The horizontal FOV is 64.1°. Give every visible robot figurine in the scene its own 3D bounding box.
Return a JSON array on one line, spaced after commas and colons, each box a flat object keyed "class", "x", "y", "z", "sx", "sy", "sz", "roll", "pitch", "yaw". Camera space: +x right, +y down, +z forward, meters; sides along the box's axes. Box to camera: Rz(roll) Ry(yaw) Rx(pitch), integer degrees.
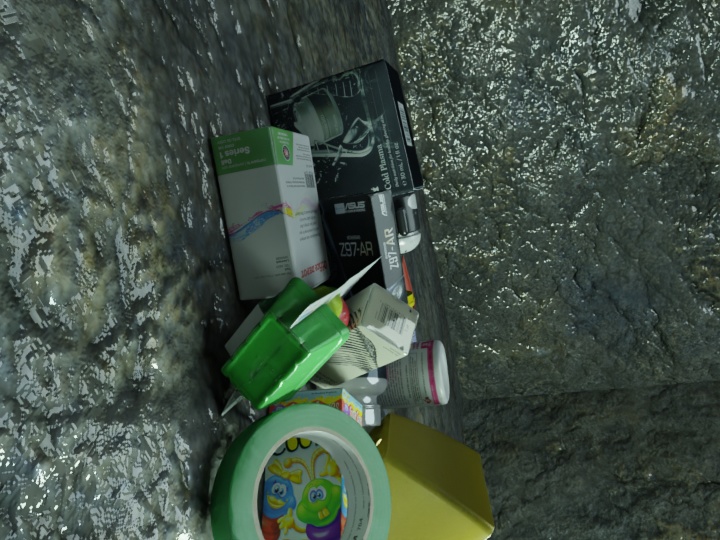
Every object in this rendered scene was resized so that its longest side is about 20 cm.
[{"class": "robot figurine", "x": 0.097, "y": -0.146, "z": 1.582, "sx": 0.150, "sy": 0.124, "sz": 0.202, "roll": -26, "pitch": 109, "yaw": -58}]

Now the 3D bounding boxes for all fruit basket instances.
[{"class": "fruit basket", "x": -0.068, "y": 0.063, "z": 0.667, "sx": 0.094, "sy": 0.185, "sz": 0.200, "roll": 42, "pitch": 29, "yaw": 0}]

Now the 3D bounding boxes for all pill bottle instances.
[{"class": "pill bottle", "x": 0.054, "y": 0.191, "z": 1.035, "sx": 0.113, "sy": 0.198, "sz": 0.114, "roll": -7, "pitch": 90, "yaw": -77}, {"class": "pill bottle", "x": -0.016, "y": 0.153, "z": 0.941, "sx": 0.120, "sy": 0.119, "sz": 0.202, "roll": 45, "pitch": 40, "yaw": -69}]

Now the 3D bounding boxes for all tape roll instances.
[{"class": "tape roll", "x": -0.058, "y": 0.248, "z": 0.617, "sx": 0.199, "sy": 0.048, "sz": 0.202, "roll": 18, "pitch": 59, "yaw": -32}]

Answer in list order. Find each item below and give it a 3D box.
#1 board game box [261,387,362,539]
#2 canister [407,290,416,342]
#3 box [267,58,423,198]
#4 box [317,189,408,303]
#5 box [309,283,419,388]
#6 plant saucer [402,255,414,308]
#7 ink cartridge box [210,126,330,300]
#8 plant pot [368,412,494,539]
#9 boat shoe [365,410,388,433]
[{"class": "board game box", "x": -0.057, "y": 0.265, "z": 0.738, "sx": 0.105, "sy": 0.102, "sz": 0.202, "roll": 58, "pitch": 28, "yaw": -60}, {"class": "canister", "x": 0.068, "y": 0.160, "z": 1.292, "sx": 0.148, "sy": 0.086, "sz": 0.202, "roll": -22, "pitch": 108, "yaw": -50}, {"class": "box", "x": -0.019, "y": -0.205, "z": 0.928, "sx": 0.124, "sy": 0.195, "sz": 0.202, "roll": -35, "pitch": 112, "yaw": -73}, {"class": "box", "x": -0.029, "y": -0.026, "z": 0.830, "sx": 0.043, "sy": 0.199, "sz": 0.162, "roll": -19, "pitch": 104, "yaw": -43}, {"class": "box", "x": -0.016, "y": 0.095, "z": 0.779, "sx": 0.082, "sy": 0.200, "sz": 0.069, "roll": 33, "pitch": 52, "yaw": -17}, {"class": "plant saucer", "x": 0.132, "y": 0.092, "z": 1.775, "sx": 0.200, "sy": 0.036, "sz": 0.201, "roll": -82, "pitch": 160, "yaw": -49}, {"class": "ink cartridge box", "x": -0.109, "y": -0.073, "z": 0.745, "sx": 0.145, "sy": 0.083, "sz": 0.202, "roll": -33, "pitch": 115, "yaw": -75}, {"class": "plant pot", "x": 0.066, "y": 0.349, "z": 0.900, "sx": 0.176, "sy": 0.200, "sz": 0.200, "roll": 41, "pitch": 14, "yaw": -5}, {"class": "boat shoe", "x": 0.011, "y": 0.261, "z": 1.112, "sx": 0.200, "sy": 0.065, "sz": 0.074, "roll": -114, "pitch": 179, "yaw": -57}]
